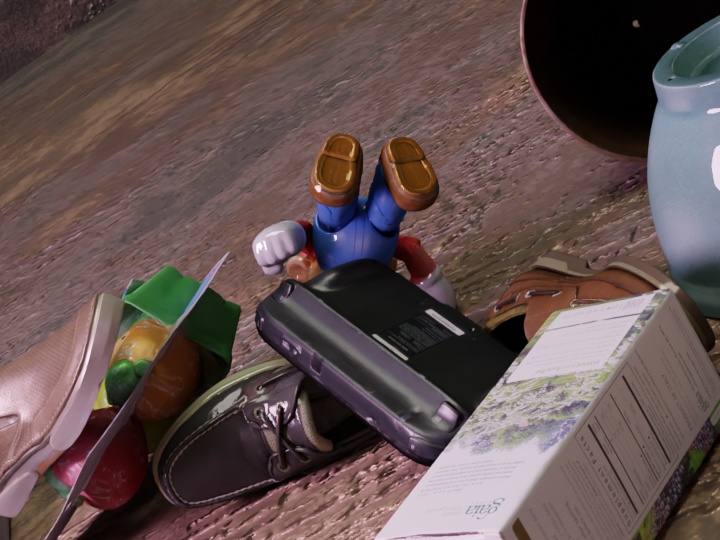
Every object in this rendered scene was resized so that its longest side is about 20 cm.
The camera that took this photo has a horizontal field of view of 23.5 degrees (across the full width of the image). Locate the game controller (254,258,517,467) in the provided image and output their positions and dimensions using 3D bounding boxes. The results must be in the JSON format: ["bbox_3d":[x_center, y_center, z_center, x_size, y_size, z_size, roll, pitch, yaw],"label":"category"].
[{"bbox_3d":[0.024,0.051,1.046,0.104,0.042,0.200,-14,34,-34],"label":"game controller"}]

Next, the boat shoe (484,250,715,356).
[{"bbox_3d":[0.133,0.037,0.998,0.068,0.072,0.200,-37,10,-12],"label":"boat shoe"}]

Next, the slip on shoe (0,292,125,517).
[{"bbox_3d":[-0.210,0.082,1.091,0.200,0.060,0.076,-50,22,41],"label":"slip on shoe"}]

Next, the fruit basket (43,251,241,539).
[{"bbox_3d":[-0.163,0.096,1.149,0.200,0.094,0.185,-53,-3,-43],"label":"fruit basket"}]

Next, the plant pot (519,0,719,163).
[{"bbox_3d":[0.228,-0.188,1.302,0.186,0.187,0.200,-23,5,18],"label":"plant pot"}]

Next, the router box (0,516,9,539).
[{"bbox_3d":[-0.348,0.204,1.279,0.179,0.049,0.200,-30,19,-3],"label":"router box"}]

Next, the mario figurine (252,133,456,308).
[{"bbox_3d":[0.000,0.000,1.169,0.106,0.123,0.200,-51,-14,-29],"label":"mario figurine"}]

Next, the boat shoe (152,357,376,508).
[{"bbox_3d":[-0.037,0.090,1.090,0.200,0.072,0.066,-27,13,-8],"label":"boat shoe"}]

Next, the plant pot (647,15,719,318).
[{"bbox_3d":[0.251,-0.083,1.021,0.200,0.134,0.200,-26,18,9],"label":"plant pot"}]

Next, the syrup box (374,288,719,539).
[{"bbox_3d":[0.100,0.099,0.851,0.079,0.082,0.200,-14,24,42],"label":"syrup box"}]
